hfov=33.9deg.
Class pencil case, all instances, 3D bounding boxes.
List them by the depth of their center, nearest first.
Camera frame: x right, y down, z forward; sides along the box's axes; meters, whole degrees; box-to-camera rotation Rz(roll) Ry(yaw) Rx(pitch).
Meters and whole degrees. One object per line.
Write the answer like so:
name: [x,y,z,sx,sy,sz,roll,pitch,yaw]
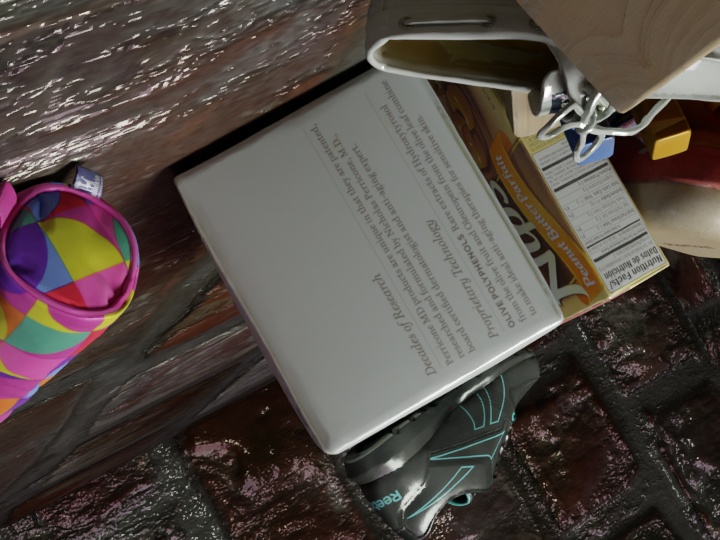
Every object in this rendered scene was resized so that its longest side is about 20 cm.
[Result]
pencil case: [-0.196,0.023,0.657,0.088,0.089,0.200,-23,169,-44]

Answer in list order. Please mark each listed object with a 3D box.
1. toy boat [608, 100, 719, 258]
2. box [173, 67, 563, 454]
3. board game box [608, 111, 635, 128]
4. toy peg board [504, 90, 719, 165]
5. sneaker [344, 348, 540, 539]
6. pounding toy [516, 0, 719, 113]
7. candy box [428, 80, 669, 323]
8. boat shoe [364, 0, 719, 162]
toy boat: [0.234,-0.081,0.817,0.130,0.131,0.200,14,179,-20]
box: [0.000,0.000,0.801,0.171,0.201,0.199,-30,175,-6]
board game box: [0.247,-0.160,0.915,0.199,0.041,0.200,-30,173,1]
toy peg board: [0.185,-0.129,0.643,0.198,0.098,0.200,-18,152,1]
sneaker: [0.071,0.124,0.873,0.200,0.080,0.075,-31,179,-39]
pounding toy: [0.116,-0.167,0.450,0.184,0.142,0.200,-43,-179,-19]
candy box: [0.119,-0.066,0.813,0.055,0.201,0.115,-28,174,-16]
boat shoe: [0.097,-0.092,0.544,0.075,0.201,0.087,95,10,-67]
